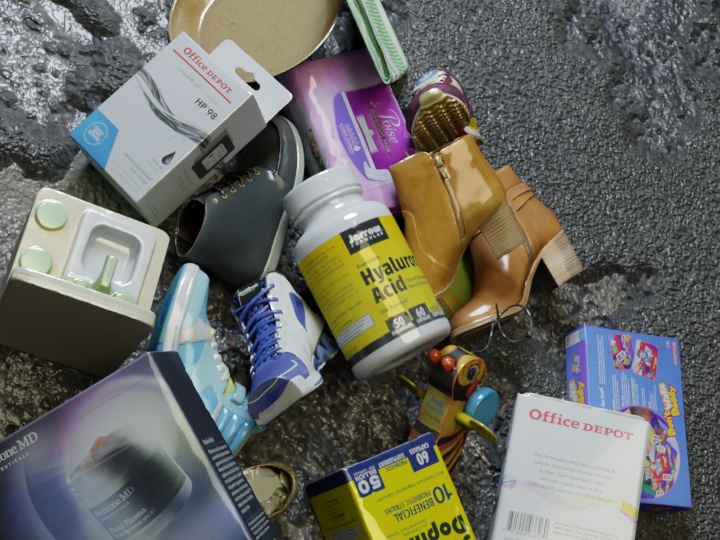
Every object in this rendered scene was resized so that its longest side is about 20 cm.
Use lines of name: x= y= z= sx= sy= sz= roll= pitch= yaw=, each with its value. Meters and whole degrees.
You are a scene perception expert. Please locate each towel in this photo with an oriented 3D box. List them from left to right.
towel: x=0.013 y=-0.283 z=1.365 sx=0.023 sy=0.200 sz=0.154 roll=-22 pitch=97 yaw=10
towel: x=0.108 y=0.001 z=1.405 sx=0.200 sy=0.018 sz=0.086 roll=-39 pitch=96 yaw=-31

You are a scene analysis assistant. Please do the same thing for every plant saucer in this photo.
plant saucer: x=-0.113 y=-0.279 z=1.349 sx=0.198 sy=0.036 sz=0.202 roll=-6 pitch=61 yaw=11

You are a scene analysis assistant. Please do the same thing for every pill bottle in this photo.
pill bottle: x=0.000 y=0.000 z=1.242 sx=0.111 sy=0.111 sz=0.201 roll=-23 pitch=78 yaw=-29

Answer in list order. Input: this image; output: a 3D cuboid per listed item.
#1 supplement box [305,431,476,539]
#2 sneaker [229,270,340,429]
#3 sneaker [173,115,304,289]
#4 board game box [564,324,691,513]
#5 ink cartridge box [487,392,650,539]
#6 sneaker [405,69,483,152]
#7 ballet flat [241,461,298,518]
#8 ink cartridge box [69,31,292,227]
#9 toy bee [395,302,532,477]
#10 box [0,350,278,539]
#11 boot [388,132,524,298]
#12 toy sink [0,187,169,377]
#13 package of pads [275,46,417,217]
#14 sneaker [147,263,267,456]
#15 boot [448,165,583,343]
supplement box: x=0.044 y=0.281 z=1.223 sx=0.108 sy=0.109 sz=0.201 roll=-19 pitch=81 yaw=-28
sneaker: x=-0.089 y=0.070 z=1.210 sx=0.115 sy=0.080 sz=0.200 roll=50 pitch=19 yaw=-7
sneaker: x=-0.125 y=-0.087 z=1.277 sx=0.106 sy=0.074 sz=0.202 roll=28 pitch=61 yaw=-41
board game box: x=0.308 y=0.172 z=1.416 sx=0.133 sy=0.045 sz=0.202 roll=9 pitch=68 yaw=-21
ink cartridge box: x=0.216 y=0.248 z=1.295 sx=0.146 sy=0.086 sz=0.202 roll=13 pitch=68 yaw=5
sneaker: x=0.083 y=-0.187 z=1.376 sx=0.074 sy=0.200 sz=0.091 roll=-24 pitch=76 yaw=8
ballet flat: x=-0.146 y=0.235 z=1.179 sx=0.199 sy=0.071 sz=0.071 roll=-19 pitch=81 yaw=-28
ink cartridge box: x=-0.180 y=-0.158 z=1.244 sx=0.200 sy=0.067 sz=0.116 roll=-44 pitch=68 yaw=-9
toy bee: x=0.090 y=0.120 z=1.272 sx=0.108 sy=0.130 sz=0.202 roll=23 pitch=73 yaw=-53
box: x=-0.211 y=0.205 z=1.086 sx=0.199 sy=0.123 sz=0.199 roll=-31 pitch=84 yaw=1
boot: x=0.063 y=-0.046 z=1.312 sx=0.200 sy=0.071 sz=0.145 roll=-32 pitch=95 yaw=1
toy sink: x=-0.258 y=0.007 z=1.132 sx=0.129 sy=0.200 sz=0.113 roll=19 pitch=65 yaw=-16
package of pads: x=-0.007 y=-0.147 z=1.370 sx=0.120 sy=0.076 sz=0.201 roll=-18 pitch=80 yaw=-26
sneaker: x=-0.148 y=0.101 z=1.220 sx=0.129 sy=0.079 sz=0.202 roll=15 pitch=76 yaw=-17
boot: x=0.141 y=-0.019 z=1.386 sx=0.199 sy=0.074 sz=0.155 roll=-30 pitch=82 yaw=-29
